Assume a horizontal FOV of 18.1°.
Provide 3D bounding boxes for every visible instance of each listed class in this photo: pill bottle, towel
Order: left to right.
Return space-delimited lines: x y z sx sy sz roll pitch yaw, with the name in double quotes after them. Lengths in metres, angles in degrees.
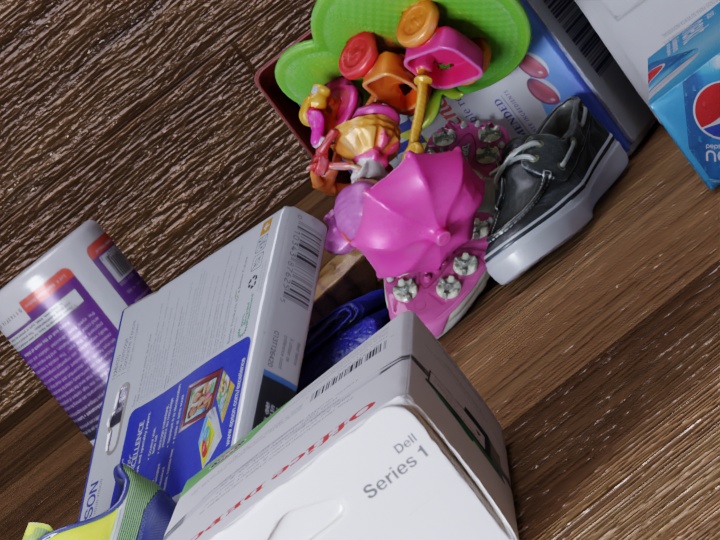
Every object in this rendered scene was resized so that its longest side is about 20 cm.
-0.189 0.071 1.751 0.111 0.200 0.111 -37 5 4 "pill bottle"
-0.056 0.082 1.565 0.200 0.050 0.148 -37 3 11 "towel"

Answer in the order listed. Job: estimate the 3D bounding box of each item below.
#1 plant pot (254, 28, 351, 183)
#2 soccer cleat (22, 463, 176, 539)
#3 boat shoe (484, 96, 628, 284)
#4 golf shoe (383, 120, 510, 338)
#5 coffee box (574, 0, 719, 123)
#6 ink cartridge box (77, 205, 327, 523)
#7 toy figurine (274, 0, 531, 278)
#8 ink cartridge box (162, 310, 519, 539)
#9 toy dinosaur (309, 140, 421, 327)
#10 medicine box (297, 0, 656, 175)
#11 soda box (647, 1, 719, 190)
0.032 -0.184 2.437 0.200 0.200 0.176 -38 -5 6 "plant pot"
-0.193 0.200 1.371 0.200 0.084 0.065 -42 8 -17 "soccer cleat"
0.117 -0.056 1.506 0.072 0.071 0.200 -34 8 31 "boat shoe"
0.068 -0.013 1.553 0.075 0.092 0.201 6 45 17 "golf shoe"
0.261 -0.266 1.600 0.199 0.200 0.198 -33 8 38 "coffee box"
-0.107 0.081 1.486 0.200 0.047 0.199 -33 40 48 "ink cartridge box"
0.016 -0.079 1.491 0.199 0.150 0.185 -22 50 38 "toy figurine"
-0.011 0.107 1.007 0.146 0.084 0.200 -38 7 7 "ink cartridge box"
0.000 0.000 1.616 0.200 0.060 0.106 -44 -22 2 "toy dinosaur"
0.087 -0.126 1.666 0.200 0.183 0.103 -35 7 30 "medicine box"
0.217 -0.110 1.364 0.068 0.064 0.200 -36 6 13 "soda box"
